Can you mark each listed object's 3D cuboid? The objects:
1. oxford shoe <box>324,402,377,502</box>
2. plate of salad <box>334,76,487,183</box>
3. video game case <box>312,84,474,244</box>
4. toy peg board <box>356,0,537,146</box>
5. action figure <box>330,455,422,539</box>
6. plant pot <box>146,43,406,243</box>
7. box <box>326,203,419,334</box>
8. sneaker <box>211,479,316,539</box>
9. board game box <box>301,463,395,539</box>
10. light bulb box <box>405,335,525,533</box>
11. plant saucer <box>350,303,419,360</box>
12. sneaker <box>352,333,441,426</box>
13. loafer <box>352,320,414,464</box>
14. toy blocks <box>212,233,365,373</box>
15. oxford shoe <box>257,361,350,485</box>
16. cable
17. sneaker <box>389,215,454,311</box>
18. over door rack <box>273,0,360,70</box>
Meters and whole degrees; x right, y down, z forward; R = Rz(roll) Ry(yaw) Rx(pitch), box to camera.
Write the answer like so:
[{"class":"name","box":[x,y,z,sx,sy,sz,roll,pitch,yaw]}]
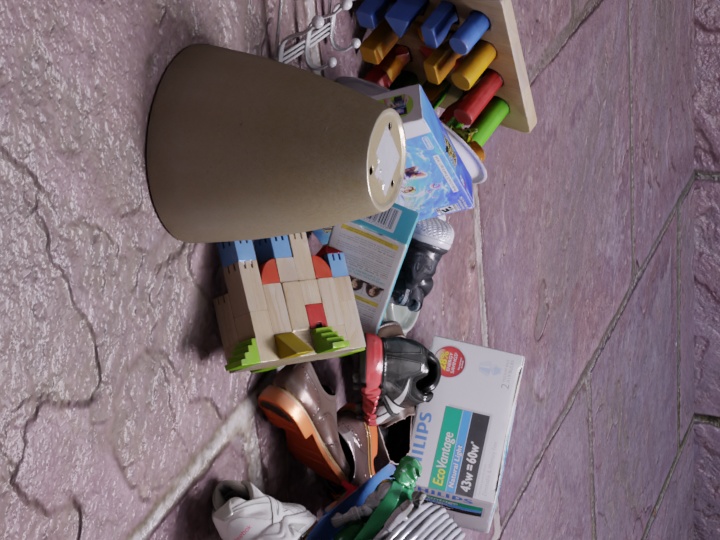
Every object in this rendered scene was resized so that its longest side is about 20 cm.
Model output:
[{"class":"oxford shoe","box":[-0.015,0.261,1.812,0.072,0.070,0.203,-25,109,-58]},{"class":"plate of salad","box":[0.059,-0.162,1.708,0.048,0.199,0.200,-57,151,-9]},{"class":"video game case","box":[0.007,-0.106,1.617,0.200,0.179,0.046,52,30,-58]},{"class":"toy peg board","box":[0.080,-0.230,1.760,0.098,0.198,0.200,-52,144,-27]},{"class":"action figure","box":[-0.002,0.279,1.644,0.200,0.055,0.118,-50,159,3]},{"class":"plant pot","box":[-0.064,-0.111,1.429,0.187,0.198,0.190,6,90,-67]},{"class":"box","box":[0.000,0.000,1.659,0.201,0.081,0.049,109,5,-53]},{"class":"sneaker","box":[-0.105,0.250,1.582,0.078,0.099,0.200,-44,175,-2]},{"class":"board game box","box":[-0.039,0.281,1.710,0.199,0.039,0.159,-33,153,-45]},{"class":"light bulb box","box":[0.131,0.215,2.001,0.200,0.123,0.200,83,20,-71]},{"class":"plant saucer","box":[0.037,0.022,1.886,0.200,0.050,0.203,7,90,-66]},{"class":"sneaker","box":[0.041,0.126,1.719,0.201,0.097,0.072,86,4,-67]},{"class":"loafer","box":[0.041,0.150,1.855,0.072,0.071,0.202,-22,129,-22]},{"class":"toy blocks","box":[-0.077,0.024,1.560,0.199,0.099,0.138,-5,78,-47]},{"class":"oxford shoe","box":[-0.043,0.169,1.692,0.073,0.071,0.201,-55,146,-22]},{"class":"cable","box":[0.033,0.337,1.649,0.201,0.069,0.200,-52,165,-5]},{"class":"sneaker","box":[0.050,-0.021,1.786,0.200,0.075,0.115,-116,-132,-77]},{"class":"over door rack","box":[-0.041,-0.304,1.601,0.148,0.066,0.202,-46,137,-56]}]
